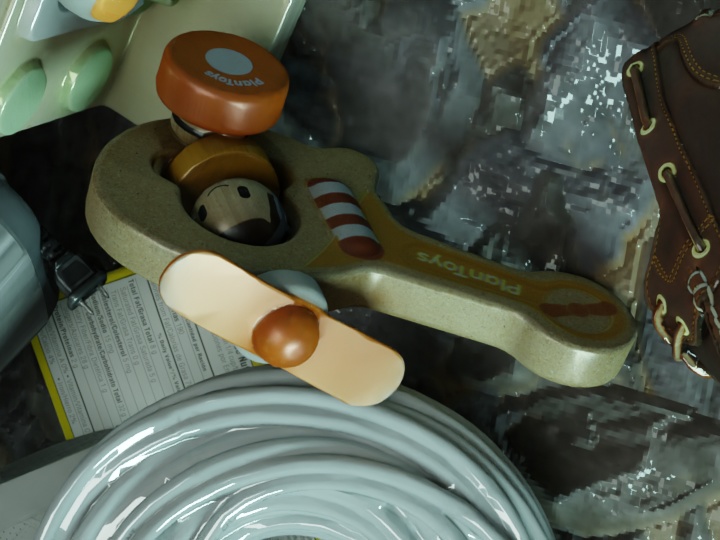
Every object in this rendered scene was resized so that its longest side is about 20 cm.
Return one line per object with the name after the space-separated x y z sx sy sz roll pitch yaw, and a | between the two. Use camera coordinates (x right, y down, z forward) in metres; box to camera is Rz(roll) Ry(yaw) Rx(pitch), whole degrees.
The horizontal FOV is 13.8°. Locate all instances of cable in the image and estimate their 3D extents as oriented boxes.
-0.023 0.132 1.068 0.199 0.069 0.201 -31 93 0 | cable

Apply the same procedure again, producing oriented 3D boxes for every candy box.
-0.056 0.091 1.145 0.102 0.026 0.201 -17 94 29 | candy box

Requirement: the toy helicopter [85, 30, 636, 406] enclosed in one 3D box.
0.000 0.000 1.037 0.199 0.132 0.079 18 120 -2 | toy helicopter

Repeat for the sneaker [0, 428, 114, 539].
-0.158 0.148 1.102 0.074 0.199 0.116 -1 110 68 | sneaker

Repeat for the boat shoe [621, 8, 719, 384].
0.126 0.001 0.960 0.070 0.070 0.201 -19 49 19 | boat shoe

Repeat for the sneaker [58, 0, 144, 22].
-0.135 -0.149 0.981 0.092 0.076 0.201 -38 65 17 | sneaker

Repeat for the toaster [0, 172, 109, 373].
-0.204 0.005 1.085 0.200 0.114 0.129 33 71 15 | toaster

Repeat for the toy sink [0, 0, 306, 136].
-0.128 -0.129 1.082 0.200 0.112 0.131 33 115 16 | toy sink
